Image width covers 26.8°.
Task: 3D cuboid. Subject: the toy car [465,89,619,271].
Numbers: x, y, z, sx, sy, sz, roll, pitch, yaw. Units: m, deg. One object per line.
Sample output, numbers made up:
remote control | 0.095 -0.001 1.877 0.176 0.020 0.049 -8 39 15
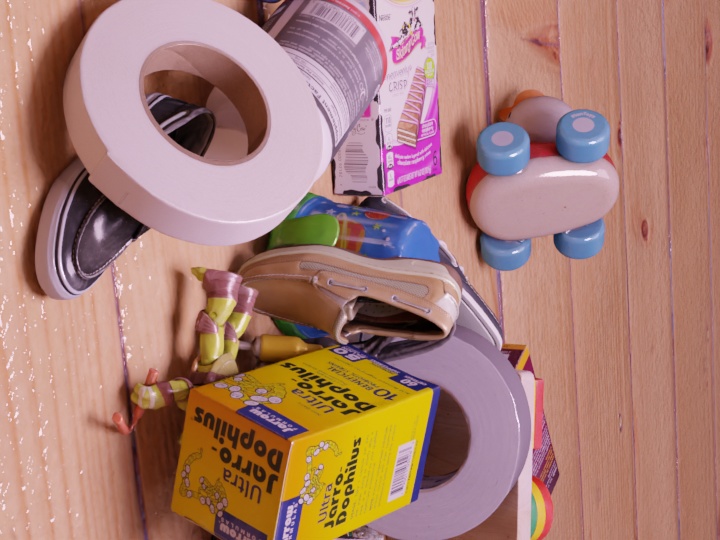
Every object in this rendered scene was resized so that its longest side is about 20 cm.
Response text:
toy car | 0.200 -0.139 1.780 0.186 0.174 0.201 83 -2 -45

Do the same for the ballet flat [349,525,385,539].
ballet flat | 0.026 0.303 1.534 0.200 0.071 0.072 59 42 -56

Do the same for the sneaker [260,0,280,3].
sneaker | -0.072 -0.326 1.269 0.074 0.081 0.203 -33 123 -58

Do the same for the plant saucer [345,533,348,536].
plant saucer | -0.028 0.281 1.372 0.200 0.035 0.203 170 -90 -82

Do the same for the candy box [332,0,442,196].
candy box | 0.024 -0.183 1.489 0.136 0.060 0.203 -25 114 -59

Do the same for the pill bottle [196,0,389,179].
pill bottle | -0.062 -0.139 1.269 0.201 0.115 0.117 -58 141 -42

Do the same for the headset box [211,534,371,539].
headset box | -0.062 0.296 1.258 0.077 0.148 0.203 14 80 -42

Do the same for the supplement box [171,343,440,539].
supplement box | -0.041 0.142 1.214 0.199 0.108 0.111 -14 120 -52

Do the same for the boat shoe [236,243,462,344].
boat shoe | -0.016 0.026 1.275 0.077 0.197 0.072 -74 159 -45

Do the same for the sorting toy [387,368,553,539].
sorting toy | 0.117 0.192 1.540 0.069 0.199 0.202 -1 94 -38

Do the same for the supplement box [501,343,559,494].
supplement box | 0.145 0.183 1.702 0.086 0.109 0.202 -56 139 -43

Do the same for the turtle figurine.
turtle figurine | -0.125 0.083 1.221 0.200 0.064 0.163 31 65 -59

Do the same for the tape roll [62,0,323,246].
tape roll | -0.121 -0.114 1.114 0.201 0.037 0.205 18 53 -25

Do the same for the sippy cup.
sippy cup | 0.000 0.000 1.385 0.178 0.129 0.142 -31 120 -58

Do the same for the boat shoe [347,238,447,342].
boat shoe | 0.041 0.047 1.532 0.071 0.069 0.201 63 39 -43

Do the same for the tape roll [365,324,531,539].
tape roll | 0.060 0.151 1.429 0.066 0.198 0.203 -19 109 -74

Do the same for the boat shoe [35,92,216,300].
boat shoe | -0.170 -0.061 1.113 0.201 0.070 0.072 -65 145 -35

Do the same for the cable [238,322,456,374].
cable | -0.010 0.085 1.332 0.051 0.197 0.098 -89 169 -57

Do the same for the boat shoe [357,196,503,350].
boat shoe | 0.070 0.003 1.487 0.200 0.076 0.060 45 47 -6
